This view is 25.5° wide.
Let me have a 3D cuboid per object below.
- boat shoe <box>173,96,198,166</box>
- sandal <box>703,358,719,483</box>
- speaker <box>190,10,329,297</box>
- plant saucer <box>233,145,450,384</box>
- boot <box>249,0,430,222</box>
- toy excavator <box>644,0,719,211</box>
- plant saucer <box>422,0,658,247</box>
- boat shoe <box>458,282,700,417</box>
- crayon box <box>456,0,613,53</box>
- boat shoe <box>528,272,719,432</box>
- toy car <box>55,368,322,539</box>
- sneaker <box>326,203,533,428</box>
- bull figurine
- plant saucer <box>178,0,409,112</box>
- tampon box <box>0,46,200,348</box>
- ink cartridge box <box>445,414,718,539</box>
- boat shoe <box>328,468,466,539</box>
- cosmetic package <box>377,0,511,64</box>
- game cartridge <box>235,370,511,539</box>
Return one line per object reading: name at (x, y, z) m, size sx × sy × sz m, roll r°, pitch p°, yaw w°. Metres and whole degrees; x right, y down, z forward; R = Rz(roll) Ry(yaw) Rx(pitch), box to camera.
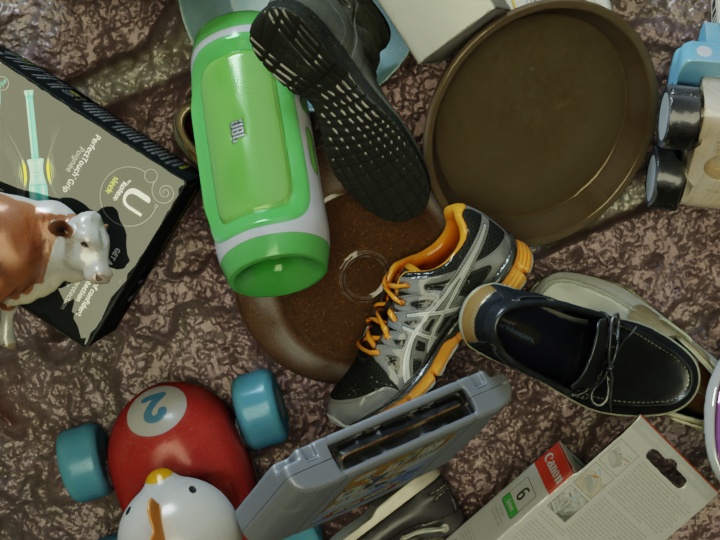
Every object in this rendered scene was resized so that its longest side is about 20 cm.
boat shoe at (-0.066, -0.067, 1.255) m, size 0.199 × 0.066 × 0.075 m, roll 32°, pitch 94°, yaw -1°
sandal at (0.315, 0.077, 1.212) m, size 0.082 × 0.050 × 0.204 m, roll 35°, pitch 61°, yaw -17°
speaker at (-0.075, -0.087, 1.172) m, size 0.087 × 0.089 × 0.202 m, roll -12°, pitch 67°, yaw 3°
plant saucer at (0.000, 0.000, 1.238) m, size 0.198 × 0.037 × 0.203 m, roll -5°, pitch 109°, yaw -14°
boot at (0.004, -0.147, 1.186) m, size 0.067 × 0.131 × 0.201 m, roll -22°, pitch 114°, yaw 31°
toy excavator at (0.278, -0.168, 1.225) m, size 0.098 × 0.202 × 0.196 m, roll 5°, pitch 138°, yaw 1°
plant saucer at (0.136, -0.114, 1.222) m, size 0.197 × 0.030 × 0.202 m, roll -10°, pitch 119°, yaw -17°
boat shoe at (0.167, 0.063, 1.175) m, size 0.198 × 0.062 × 0.075 m, roll 20°, pitch 91°, yaw -17°
crayon box at (0.110, -0.279, 1.242) m, size 0.124 × 0.052 × 0.203 m, roll -16°, pitch 94°, yaw 4°
boat shoe at (0.222, 0.063, 1.253) m, size 0.198 × 0.068 × 0.075 m, roll 29°, pitch 94°, yaw 0°
toy car at (-0.139, 0.181, 1.209) m, size 0.182 × 0.200 × 0.179 m, roll -17°, pitch 93°, yaw 3°
sneaker at (0.039, 0.034, 1.204) m, size 0.200 × 0.078 × 0.077 m, roll -48°, pitch 113°, yaw -7°
bull figurine at (-0.275, -0.013, 1.141) m, size 0.198 × 0.065 × 0.123 m, roll 23°, pitch 98°, yaw 0°
plant saucer at (-0.044, -0.226, 1.258) m, size 0.198 × 0.039 × 0.204 m, roll 0°, pitch 94°, yaw 1°
tampon box at (-0.244, -0.061, 1.232) m, size 0.199 × 0.126 × 0.151 m, roll 33°, pitch 95°, yaw -1°
ink cartridge box at (0.169, 0.197, 1.247) m, size 0.200 × 0.050 × 0.109 m, roll -43°, pitch 114°, yaw 10°
boat shoe at (-0.002, 0.238, 1.272) m, size 0.199 × 0.073 × 0.063 m, roll -39°, pitch 89°, yaw -1°
cosmetic package at (0.024, -0.255, 1.175) m, size 0.073 × 0.103 × 0.201 m, roll -33°, pitch 88°, yaw 14°
game cartridge at (0.008, 0.141, 1.178) m, size 0.198 × 0.134 × 0.042 m, roll -20°, pitch 67°, yaw -30°
